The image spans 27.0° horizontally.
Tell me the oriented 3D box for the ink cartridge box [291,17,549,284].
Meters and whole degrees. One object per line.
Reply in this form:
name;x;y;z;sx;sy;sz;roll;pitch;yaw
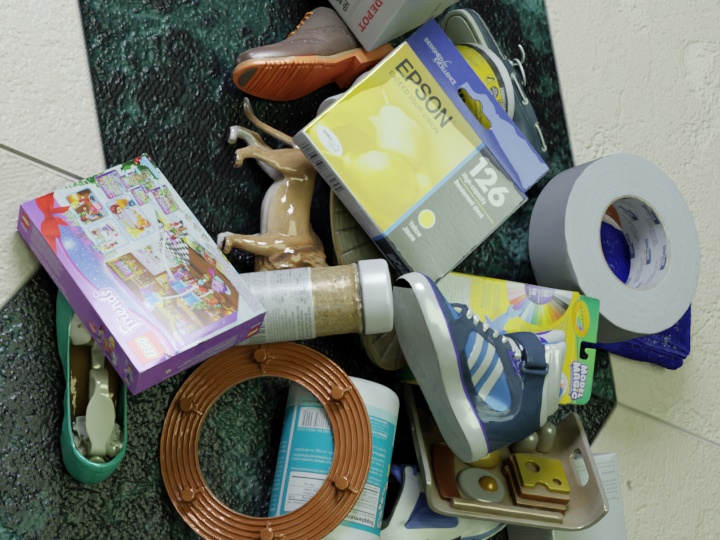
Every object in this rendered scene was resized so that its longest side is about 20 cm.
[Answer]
ink cartridge box;0.068;-0.114;1.453;0.200;0.047;0.198;-42;98;-16

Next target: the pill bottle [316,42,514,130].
pill bottle;0.054;-0.161;1.543;0.198;0.111;0.113;-21;94;-34

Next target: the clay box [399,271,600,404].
clay box;0.143;0.069;1.513;0.198;0.047;0.117;10;85;-22

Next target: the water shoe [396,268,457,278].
water shoe;0.090;0.027;1.561;0.200;0.071;0.079;41;58;-24

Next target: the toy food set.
toy food set;0.143;0.180;1.498;0.197;0.061;0.144;10;35;-17

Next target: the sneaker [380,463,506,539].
sneaker;0.072;0.230;1.510;0.199;0.080;0.116;-33;103;-32

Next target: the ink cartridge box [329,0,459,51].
ink cartridge box;0.025;-0.358;1.501;0.145;0.147;0.201;-33;82;-34

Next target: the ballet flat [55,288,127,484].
ballet flat;-0.231;0.087;1.330;0.067;0.070;0.203;2;80;-27

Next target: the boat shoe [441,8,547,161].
boat shoe;0.151;-0.197;1.637;0.062;0.075;0.202;-33;102;-32

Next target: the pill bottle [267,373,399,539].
pill bottle;-0.029;0.207;1.426;0.110;0.110;0.203;19;73;-30

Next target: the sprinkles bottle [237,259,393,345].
sprinkles bottle;-0.070;0.032;1.394;0.197;0.068;0.069;-5;84;-3

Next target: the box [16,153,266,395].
box;-0.195;-0.001;1.330;0.136;0.039;0.201;-25;65;-32

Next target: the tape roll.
tape roll;0.282;-0.024;1.653;0.198;0.066;0.203;8;75;-32

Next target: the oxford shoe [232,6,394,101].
oxford shoe;-0.055;-0.222;1.515;0.198;0.071;0.074;-13;72;-42

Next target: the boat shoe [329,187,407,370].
boat shoe;0.000;0.000;1.474;0.072;0.065;0.203;-10;88;-28

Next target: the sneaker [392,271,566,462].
sneaker;0.124;0.069;1.433;0.145;0.080;0.202;-28;106;-22

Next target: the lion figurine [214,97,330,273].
lion figurine;-0.075;-0.059;1.457;0.121;0.072;0.203;9;84;-18

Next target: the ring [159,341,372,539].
ring;-0.088;0.160;1.376;0.197;0.019;0.203;-2;73;5

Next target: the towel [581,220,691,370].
towel;0.306;0.024;1.723;0.198;0.049;0.150;17;74;-31

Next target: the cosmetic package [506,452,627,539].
cosmetic package;0.223;0.301;1.603;0.112;0.081;0.203;-1;84;-34
